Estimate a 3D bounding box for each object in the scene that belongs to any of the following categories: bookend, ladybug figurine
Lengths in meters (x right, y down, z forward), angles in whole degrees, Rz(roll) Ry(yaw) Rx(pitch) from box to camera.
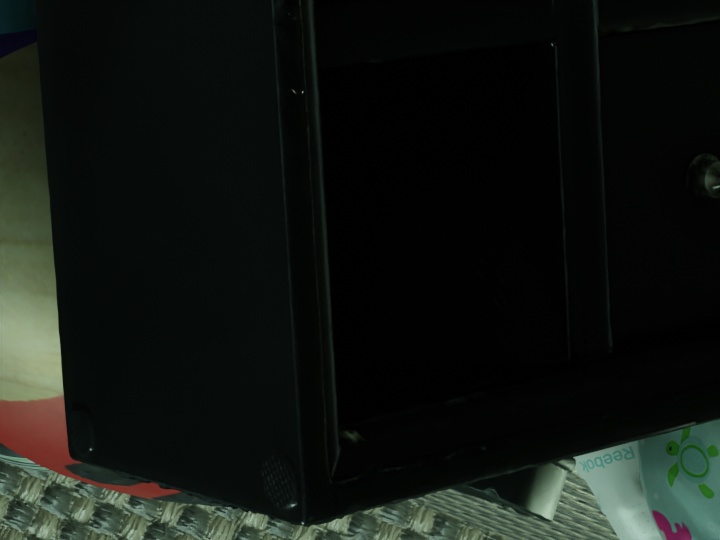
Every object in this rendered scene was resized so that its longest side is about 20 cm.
[{"bbox_3d":[0.033,-0.065,0.566,0.199,0.200,0.092,-9,-169,-37],"label":"bookend"},{"bbox_3d":[-0.039,0.008,0.649,0.200,0.136,0.072,25,-152,-55],"label":"ladybug figurine"}]

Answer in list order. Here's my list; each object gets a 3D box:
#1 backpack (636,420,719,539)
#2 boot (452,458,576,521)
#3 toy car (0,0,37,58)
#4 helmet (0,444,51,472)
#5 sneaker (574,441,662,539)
[{"bbox_3d":[0.190,0.043,0.770,0.199,0.178,0.151,25,148,-7],"label":"backpack"},{"bbox_3d":[0.010,-0.025,0.785,0.197,0.164,0.073,17,172,26],"label":"boot"},{"bbox_3d":[-0.078,-0.081,0.687,0.174,0.151,0.200,16,170,26],"label":"toy car"},{"bbox_3d":[-0.136,0.002,1.247,0.190,0.201,0.200,35,178,24],"label":"helmet"},{"bbox_3d":[0.119,0.050,0.882,0.070,0.081,0.200,-23,175,31],"label":"sneaker"}]
